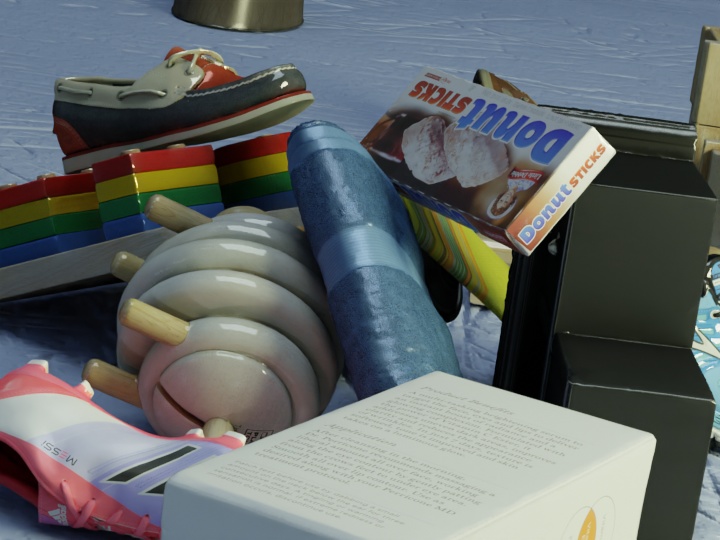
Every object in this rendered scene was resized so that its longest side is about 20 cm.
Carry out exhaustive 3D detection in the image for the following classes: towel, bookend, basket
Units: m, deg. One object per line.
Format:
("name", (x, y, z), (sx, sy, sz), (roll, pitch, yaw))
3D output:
("towel", (0.075, 0.009, 1.478), (0.200, 0.018, 0.086), (43, 18, -34))
("towel", (0.015, 0.021, 1.308), (0.048, 0.201, 0.112), (-23, -31, 9))
("bookend", (0.129, 0.037, 1.301), (0.092, 0.200, 0.200), (7, 17, -4))
("basket", (-0.116, -0.365, 2.616), (0.135, 0.201, 0.180), (12, 15, 14))

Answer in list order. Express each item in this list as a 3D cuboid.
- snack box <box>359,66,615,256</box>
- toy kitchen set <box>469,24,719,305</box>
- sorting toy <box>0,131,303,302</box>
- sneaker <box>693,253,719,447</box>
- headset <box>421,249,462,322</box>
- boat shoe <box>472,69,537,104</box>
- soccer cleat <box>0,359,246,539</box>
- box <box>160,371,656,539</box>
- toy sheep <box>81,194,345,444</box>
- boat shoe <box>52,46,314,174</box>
("snack box", (0.061, -0.062, 1.345), (0.024, 0.072, 0.200), (44, -7, -27))
("toy kitchen set", (0.175, -0.059, 1.662), (0.180, 0.201, 0.163), (8, 15, 0))
("sorting toy", (-0.119, -0.036, 1.535), (0.199, 0.070, 0.198), (-13, -2, 41))
("sneaker", (0.204, 0.038, 1.486), (0.200, 0.090, 0.078), (32, 19, 8))
("headset", (0.000, 0.000, 1.507), (0.123, 0.094, 0.200), (-19, 3, -3))
("boat shoe", (0.128, -0.108, 2.080), (0.074, 0.076, 0.200), (11, 23, -9))
("soccer cleat", (-0.112, 0.107, 1.213), (0.199, 0.067, 0.077), (22, 51, 26))
("box", (0.015, 0.140, 0.960), (0.106, 0.153, 0.200), (16, 16, 28))
("toy sheep", (-0.072, 0.037, 1.332), (0.137, 0.138, 0.200), (8, 43, 2))
("boat shoe", (-0.113, -0.105, 1.527), (0.199, 0.063, 0.071), (-10, -2, 40))
